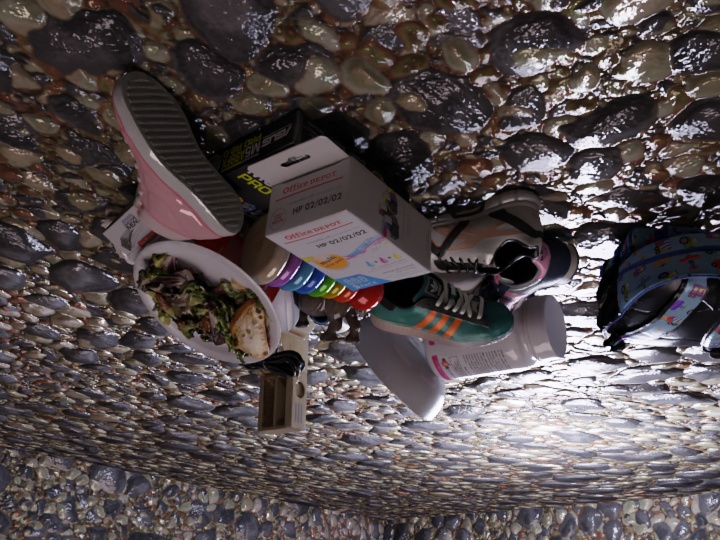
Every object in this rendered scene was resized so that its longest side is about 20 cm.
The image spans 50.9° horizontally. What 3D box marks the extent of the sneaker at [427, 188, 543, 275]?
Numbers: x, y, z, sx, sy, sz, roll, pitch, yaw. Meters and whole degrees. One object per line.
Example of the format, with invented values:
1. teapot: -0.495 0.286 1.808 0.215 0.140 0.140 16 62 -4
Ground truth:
1. sneaker: 0.126 -0.027 0.910 0.198 0.081 0.074 -22 146 26

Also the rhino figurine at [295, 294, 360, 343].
1. rhino figurine: -0.086 0.037 1.050 0.198 0.089 0.060 13 -171 26

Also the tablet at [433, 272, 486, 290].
1. tablet: 0.089 -0.014 1.011 0.197 0.014 0.130 7 147 -21

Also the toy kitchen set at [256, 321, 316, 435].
1. toy kitchen set: -0.144 0.158 1.255 0.161 0.183 0.199 -13 154 31

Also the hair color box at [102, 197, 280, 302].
1. hair color box: -0.204 -0.017 0.935 0.110 0.064 0.200 -28 116 40

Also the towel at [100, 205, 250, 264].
1. towel: -0.243 -0.037 1.033 0.197 0.035 0.133 4 155 -1

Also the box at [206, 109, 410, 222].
1. box: -0.062 -0.092 0.878 0.159 0.045 0.199 -16 148 37

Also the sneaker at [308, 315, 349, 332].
1. sneaker: -0.056 0.061 1.169 0.071 0.073 0.200 -3 155 11

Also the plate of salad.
1. plate of salad: -0.190 0.049 0.907 0.197 0.048 0.202 15 137 14

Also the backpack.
1. backpack: 0.397 0.014 0.924 0.180 0.136 0.201 4 155 1

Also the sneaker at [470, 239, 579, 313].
1. sneaker: 0.196 0.011 1.023 0.081 0.071 0.200 8 148 -33

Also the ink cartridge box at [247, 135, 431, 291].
1. ink cartridge box: -0.022 -0.054 0.820 0.114 0.069 0.199 -15 148 34

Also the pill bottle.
1. pill bottle: 0.206 0.101 1.162 0.198 0.115 0.113 -13 150 32

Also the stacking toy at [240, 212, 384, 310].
1. stacking toy: -0.045 0.000 0.927 0.199 0.087 0.085 22 150 -39

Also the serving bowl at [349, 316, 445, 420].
1. serving bowl: 0.073 0.144 1.229 0.066 0.201 0.200 -43 140 8

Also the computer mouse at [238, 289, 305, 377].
1. computer mouse: -0.118 0.044 1.010 0.109 0.203 0.044 11 -169 35

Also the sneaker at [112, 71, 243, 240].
1. sneaker: -0.215 -0.106 0.792 0.103 0.076 0.201 -9 133 29

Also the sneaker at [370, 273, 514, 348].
1. sneaker: 0.106 0.047 1.006 0.197 0.072 0.081 5 136 10
